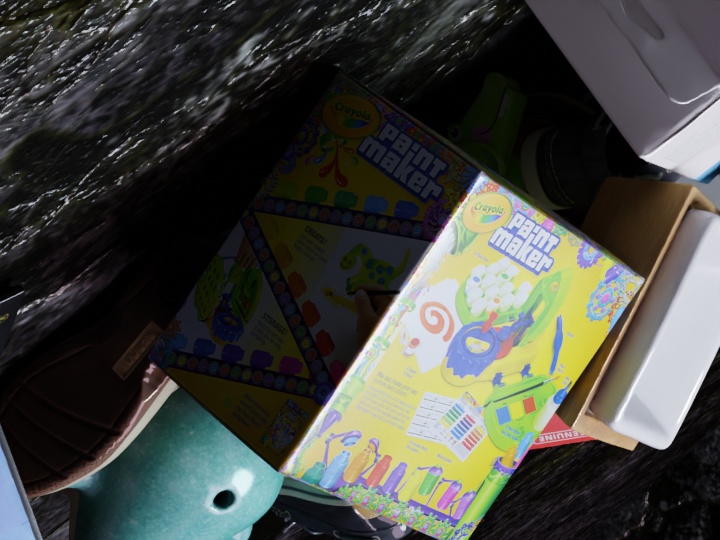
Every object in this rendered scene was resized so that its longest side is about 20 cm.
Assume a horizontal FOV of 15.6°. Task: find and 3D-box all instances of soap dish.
[{"bbox_3d":[0.169,0.027,1.618,0.158,0.081,0.200,-64,162,0],"label":"soap dish"}]

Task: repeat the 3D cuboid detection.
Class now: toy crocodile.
[{"bbox_3d":[0.058,-0.026,1.630,0.067,0.061,0.201,-6,113,-69],"label":"toy crocodile"}]

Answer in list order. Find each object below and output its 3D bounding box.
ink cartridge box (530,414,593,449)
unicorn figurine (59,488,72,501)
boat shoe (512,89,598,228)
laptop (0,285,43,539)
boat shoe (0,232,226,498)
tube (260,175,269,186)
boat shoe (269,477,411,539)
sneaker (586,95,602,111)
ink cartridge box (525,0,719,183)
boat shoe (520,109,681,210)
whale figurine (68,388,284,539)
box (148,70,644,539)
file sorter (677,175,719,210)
[{"bbox_3d":[0.054,0.085,1.762,0.198,0.045,0.177,-10,134,11],"label":"ink cartridge box"},{"bbox_3d":[-0.134,0.113,1.713,0.137,0.074,0.200,-38,164,-9],"label":"unicorn figurine"},{"bbox_3d":[0.156,-0.045,1.728,0.072,0.068,0.200,-35,131,13],"label":"boat shoe"},{"bbox_3d":[-0.246,0.125,1.416,0.177,0.104,0.200,-29,165,-29],"label":"laptop"},{"bbox_3d":[-0.136,0.059,1.534,0.202,0.075,0.075,-40,172,15],"label":"boat shoe"},{"bbox_3d":[-0.019,0.016,1.575,0.077,0.050,0.201,-32,132,-34],"label":"tube"},{"bbox_3d":[-0.031,0.134,1.684,0.075,0.062,0.200,-42,-154,-23],"label":"boat shoe"},{"bbox_3d":[0.158,-0.055,1.808,0.080,0.072,0.200,35,115,-29],"label":"sneaker"},{"bbox_3d":[0.191,-0.144,1.529,0.125,0.129,0.200,-39,167,13],"label":"ink cartridge box"},{"bbox_3d":[0.181,-0.080,1.675,0.062,0.073,0.199,-12,-175,40],"label":"boat shoe"},{"bbox_3d":[-0.123,0.146,1.605,0.159,0.104,0.201,27,98,-38],"label":"whale figurine"},{"bbox_3d":[0.025,0.027,1.476,0.193,0.122,0.200,-55,143,4],"label":"box"},{"bbox_3d":[0.280,-0.105,1.865,0.124,0.139,0.200,-26,164,-46],"label":"file sorter"}]
